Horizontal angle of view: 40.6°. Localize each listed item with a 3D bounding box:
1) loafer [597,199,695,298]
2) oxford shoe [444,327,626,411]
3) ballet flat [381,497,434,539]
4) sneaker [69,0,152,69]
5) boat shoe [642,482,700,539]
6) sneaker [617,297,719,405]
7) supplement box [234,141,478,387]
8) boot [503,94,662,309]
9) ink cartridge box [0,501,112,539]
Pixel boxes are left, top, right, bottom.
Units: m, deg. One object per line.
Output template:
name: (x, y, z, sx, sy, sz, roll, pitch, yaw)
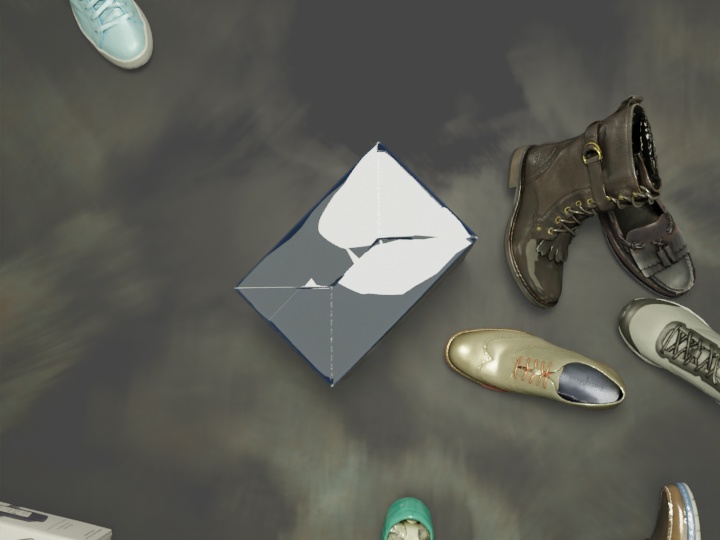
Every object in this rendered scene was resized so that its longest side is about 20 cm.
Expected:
loafer: (0.298, -0.057, 1.057, 0.072, 0.063, 0.200, -32, 85, -1)
oxford shoe: (0.190, 0.103, 1.047, 0.199, 0.074, 0.071, 11, 87, 4)
ballet flat: (0.042, 0.346, 1.041, 0.067, 0.070, 0.201, 5, 87, 3)
sneaker: (-0.307, -0.320, 1.099, 0.074, 0.082, 0.200, -33, 85, 1)
boat shoe: (0.312, 0.323, 1.027, 0.072, 0.072, 0.201, 5, 86, 5)
sneaker: (0.368, 0.092, 1.037, 0.200, 0.079, 0.074, 33, 90, 6)
supplement box: (0.000, 0.000, 1.001, 0.200, 0.200, 0.134, -45, 85, -1)
boot: (0.232, -0.066, 1.007, 0.069, 0.174, 0.201, 1, 83, -38)
ink cartridge box: (-0.391, 0.335, 1.058, 0.199, 0.084, 0.145, 13, 86, 4)
